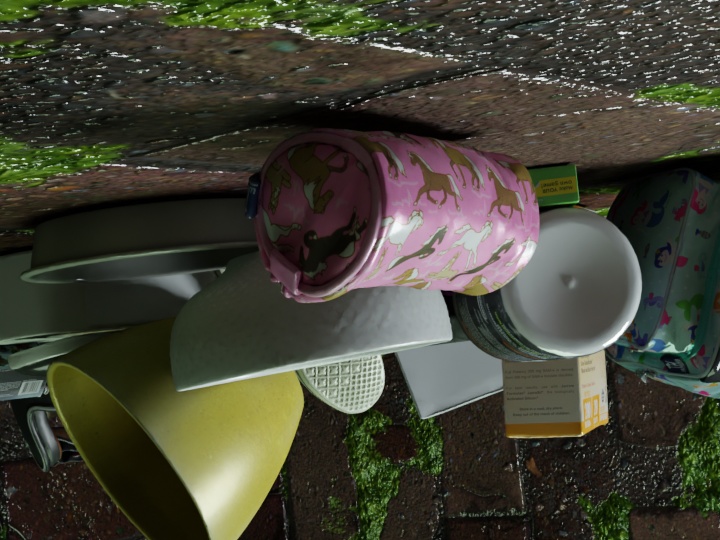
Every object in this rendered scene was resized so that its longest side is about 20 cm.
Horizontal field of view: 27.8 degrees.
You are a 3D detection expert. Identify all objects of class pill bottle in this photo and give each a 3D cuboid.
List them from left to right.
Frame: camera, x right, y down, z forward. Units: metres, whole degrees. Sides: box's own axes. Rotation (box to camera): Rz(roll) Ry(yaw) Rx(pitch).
[{"bbox_3d":[0.130,0.016,1.097,0.106,0.107,0.200,-6,176,-10],"label":"pill bottle"}]

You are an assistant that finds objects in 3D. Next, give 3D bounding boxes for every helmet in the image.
[{"bbox_3d":[-0.293,0.109,1.577,0.199,0.191,0.201,5,-142,-4],"label":"helmet"}]

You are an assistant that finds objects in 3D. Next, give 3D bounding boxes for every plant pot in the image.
[{"bbox_3d":[-0.130,0.113,1.146,0.142,0.201,0.200,-38,-168,-27],"label":"plant pot"}]

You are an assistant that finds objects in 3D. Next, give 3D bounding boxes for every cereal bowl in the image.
[{"bbox_3d":[-0.038,0.026,1.007,0.199,0.084,0.200,-10,176,-1],"label":"cereal bowl"}]

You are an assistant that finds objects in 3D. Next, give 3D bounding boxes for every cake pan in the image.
[{"bbox_3d":[-0.142,-0.021,1.032,0.199,0.037,0.200,-6,176,0],"label":"cake pan"}]

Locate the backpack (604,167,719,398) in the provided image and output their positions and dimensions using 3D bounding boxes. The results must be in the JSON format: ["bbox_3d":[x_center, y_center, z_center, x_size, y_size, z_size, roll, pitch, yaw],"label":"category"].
[{"bbox_3d":[0.263,0.007,1.140,0.150,0.179,0.200,17,177,-10],"label":"backpack"}]

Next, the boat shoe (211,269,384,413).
[{"bbox_3d":[-0.052,0.038,1.202,0.075,0.200,0.062,-46,-160,-7],"label":"boat shoe"}]

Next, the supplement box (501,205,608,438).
[{"bbox_3d":[0.173,0.044,1.304,0.073,0.201,0.126,-4,178,20],"label":"supplement box"}]

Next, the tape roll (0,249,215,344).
[{"bbox_3d":[-0.220,0.018,1.241,0.201,0.071,0.202,-6,176,0],"label":"tape roll"}]

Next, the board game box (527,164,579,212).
[{"bbox_3d":[0.054,-0.045,1.072,0.199,0.029,0.135,-7,177,2],"label":"board game box"}]

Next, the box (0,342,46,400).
[{"bbox_3d":[-0.386,0.062,1.258,0.199,0.040,0.137,-3,-143,-48],"label":"box"}]

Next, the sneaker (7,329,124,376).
[{"bbox_3d":[-0.196,0.100,1.238,0.199,0.100,0.071,-4,177,-25],"label":"sneaker"}]

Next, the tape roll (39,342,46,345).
[{"bbox_3d":[-0.200,0.076,1.392,0.199,0.085,0.200,-8,-155,4],"label":"tape roll"}]

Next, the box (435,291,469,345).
[{"bbox_3d":[0.052,0.017,1.374,0.199,0.036,0.143,-8,-145,23],"label":"box"}]

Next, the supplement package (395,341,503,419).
[{"bbox_3d":[0.135,0.059,1.600,0.190,0.148,0.200,-22,175,6],"label":"supplement package"}]

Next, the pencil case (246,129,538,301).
[{"bbox_3d":[0.025,-0.027,0.774,0.086,0.083,0.200,-9,176,31],"label":"pencil case"}]
